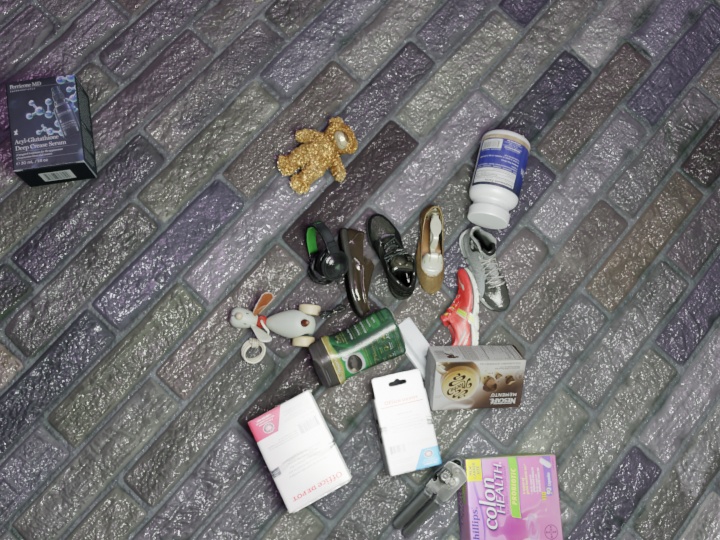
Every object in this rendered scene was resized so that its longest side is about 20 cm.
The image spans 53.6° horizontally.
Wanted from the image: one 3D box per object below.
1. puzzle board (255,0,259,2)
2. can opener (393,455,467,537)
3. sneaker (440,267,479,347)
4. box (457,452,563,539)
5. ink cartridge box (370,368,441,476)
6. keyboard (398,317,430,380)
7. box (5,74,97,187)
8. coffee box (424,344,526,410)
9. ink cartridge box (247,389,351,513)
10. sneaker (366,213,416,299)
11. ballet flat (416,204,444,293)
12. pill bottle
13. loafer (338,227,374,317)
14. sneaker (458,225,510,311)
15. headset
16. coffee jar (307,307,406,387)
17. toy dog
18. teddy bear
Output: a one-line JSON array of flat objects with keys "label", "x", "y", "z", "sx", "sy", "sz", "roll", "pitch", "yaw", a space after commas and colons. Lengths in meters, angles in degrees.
[{"label": "puzzle board", "x": -0.203, "y": -0.751, "z": 1.724, "sx": 0.198, "sy": 0.017, "sz": 0.152, "roll": -30, "pitch": 82, "yaw": -11}, {"label": "can opener", "x": 0.147, "y": 0.466, "z": 1.477, "sx": 0.053, "sy": 0.067, "sz": 0.201, "roll": 40, "pitch": 109, "yaw": 3}, {"label": "sneaker", "x": 0.218, "y": 0.092, "z": 1.572, "sx": 0.083, "sy": 0.077, "sz": 0.204, "roll": 0, "pitch": 78, "yaw": -1}, {"label": "box", "x": 0.308, "y": 0.478, "z": 1.491, "sx": 0.196, "sy": 0.097, "sz": 0.179, "roll": -1, "pitch": 79, "yaw": -6}, {"label": "ink cartridge box", "x": 0.092, "y": 0.320, "z": 1.514, "sx": 0.114, "sy": 0.067, "sz": 0.203, "roll": -11, "pitch": 80, "yaw": -8}, {"label": "keyboard", "x": 0.146, "y": 0.200, "z": 1.575, "sx": 0.056, "sy": 0.011, "sz": 0.201, "roll": -34, "pitch": 84, "yaw": -16}, {"label": "box", "x": -0.665, "y": -0.300, "z": 1.539, "sx": 0.146, "sy": 0.107, "sz": 0.203, "roll": -10, "pitch": 79, "yaw": -7}, {"label": "coffee box", "x": 0.242, "y": 0.226, "z": 1.516, "sx": 0.196, "sy": 0.080, "sz": 0.115, "roll": 0, "pitch": 109, "yaw": -9}, {"label": "ink cartridge box", "x": -0.125, "y": 0.372, "z": 1.472, "sx": 0.143, "sy": 0.084, "sz": 0.202, "roll": -26, "pitch": 82, "yaw": -10}, {"label": "sneaker", "x": 0.073, "y": -0.042, "z": 1.563, "sx": 0.075, "sy": 0.114, "sz": 0.202, "roll": -17, "pitch": 79, "yaw": -11}, {"label": "ballet flat", "x": 0.162, "y": -0.053, "z": 1.594, "sx": 0.067, "sy": 0.072, "sz": 0.204, "roll": 6, "pitch": 78, "yaw": -4}, {"label": "pill bottle", "x": 0.310, "y": -0.205, "z": 1.618, "sx": 0.114, "sy": 0.116, "sz": 0.203, "roll": 17, "pitch": 78, "yaw": -2}, {"label": "loafer", "x": 0.000, "y": 0.000, "z": 1.565, "sx": 0.070, "sy": 0.073, "sz": 0.204, "roll": -8, "pitch": 81, "yaw": -9}, {"label": "sneaker", "x": 0.281, "y": -0.007, "z": 1.575, "sx": 0.074, "sy": 0.116, "sz": 0.202, "roll": -24, "pitch": 82, "yaw": -10}, {"label": "headset", "x": -0.081, "y": -0.003, "z": 1.532, "sx": 0.093, "sy": 0.123, "sz": 0.203, "roll": -21, "pitch": 90, "yaw": -24}, {"label": "coffee jar", "x": -0.009, "y": 0.166, "z": 1.513, "sx": 0.197, "sy": 0.086, "sz": 0.105, "roll": -24, "pitch": 125, "yaw": -7}, {"label": "toy dog", "x": -0.176, "y": 0.112, "z": 1.513, "sx": 0.197, "sy": 0.096, "sz": 0.134, "roll": -14, "pitch": 80, "yaw": -9}, {"label": "teddy bear", "x": -0.093, "y": -0.262, "z": 1.612, "sx": 0.197, "sy": 0.067, "sz": 0.147, "roll": -20, "pitch": 84, "yaw": -9}]
